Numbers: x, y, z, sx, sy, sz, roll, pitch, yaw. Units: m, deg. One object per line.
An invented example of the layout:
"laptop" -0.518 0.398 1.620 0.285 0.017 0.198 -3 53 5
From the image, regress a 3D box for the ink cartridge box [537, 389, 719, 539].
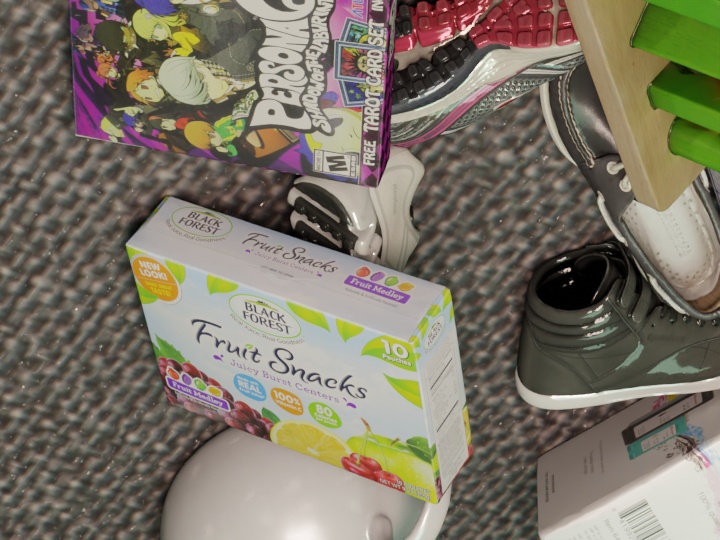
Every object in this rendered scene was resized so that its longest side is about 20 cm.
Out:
"ink cartridge box" 0.238 0.160 1.660 0.199 0.146 0.147 -30 103 11

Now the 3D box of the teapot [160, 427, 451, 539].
"teapot" -0.033 0.196 1.646 0.196 0.146 0.201 -13 133 -5

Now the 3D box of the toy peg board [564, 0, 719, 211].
"toy peg board" 0.225 -0.152 1.373 0.199 0.098 0.200 -46 138 -19

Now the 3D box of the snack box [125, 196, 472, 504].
"snack box" -0.035 0.046 1.491 0.199 0.053 0.143 18 139 26

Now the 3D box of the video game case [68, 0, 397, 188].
"video game case" -0.069 -0.144 1.354 0.180 0.036 0.201 11 133 8

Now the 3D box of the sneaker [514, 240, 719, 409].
"sneaker" 0.194 0.025 1.608 0.199 0.071 0.100 -12 136 -3

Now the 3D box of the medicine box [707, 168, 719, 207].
"medicine box" 0.321 -0.048 1.523 0.181 0.103 0.201 -30 129 -6

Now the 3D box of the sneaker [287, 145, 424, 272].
"sneaker" 0.000 0.000 1.531 0.081 0.075 0.201 -40 157 -31

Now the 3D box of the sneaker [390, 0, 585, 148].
"sneaker" 0.085 -0.134 1.433 0.199 0.081 0.075 -20 151 11

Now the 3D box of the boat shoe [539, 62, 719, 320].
"boat shoe" 0.171 -0.054 1.510 0.074 0.060 0.201 -28 118 -2
